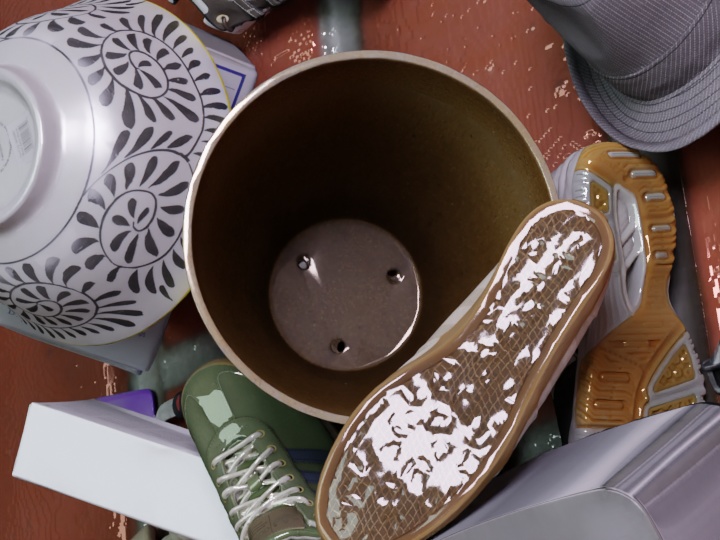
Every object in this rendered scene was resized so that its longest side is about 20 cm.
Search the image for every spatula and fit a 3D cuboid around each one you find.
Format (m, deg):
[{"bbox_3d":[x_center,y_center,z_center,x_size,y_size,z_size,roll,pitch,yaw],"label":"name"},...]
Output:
[{"bbox_3d":[-0.122,0.093,1.229,0.200,0.021,0.057,-24,62,51],"label":"spatula"}]

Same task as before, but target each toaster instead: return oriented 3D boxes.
[{"bbox_3d":[0.118,0.164,0.861,0.181,0.119,0.200,-27,90,37],"label":"toaster"}]

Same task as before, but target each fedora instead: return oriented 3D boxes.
[{"bbox_3d":[0.137,-0.166,0.952,0.177,0.090,0.200,-46,34,37],"label":"fedora"}]

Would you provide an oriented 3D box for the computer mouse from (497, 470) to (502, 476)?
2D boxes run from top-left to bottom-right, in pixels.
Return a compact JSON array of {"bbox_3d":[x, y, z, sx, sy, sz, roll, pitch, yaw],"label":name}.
[{"bbox_3d":[0.068,0.071,1.050,0.059,0.034,0.200,-1,74,62],"label":"computer mouse"}]

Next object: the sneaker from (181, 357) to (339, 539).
[{"bbox_3d":[-0.034,0.128,0.988,0.067,0.090,0.200,-39,78,12],"label":"sneaker"}]

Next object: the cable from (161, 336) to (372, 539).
[{"bbox_3d":[-0.051,0.117,1.138,0.200,0.050,0.097,-52,48,23],"label":"cable"}]

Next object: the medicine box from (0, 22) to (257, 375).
[{"bbox_3d":[-0.152,-0.061,1.193,0.182,0.103,0.200,-126,57,-75],"label":"medicine box"}]

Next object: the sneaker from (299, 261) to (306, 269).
[{"bbox_3d":[-0.043,-0.061,1.138,0.200,0.088,0.076,-46,53,30],"label":"sneaker"}]

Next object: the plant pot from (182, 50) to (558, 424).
[{"bbox_3d":[0.000,0.000,1.011,0.200,0.186,0.187,112,162,-79],"label":"plant pot"}]

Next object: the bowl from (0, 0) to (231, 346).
[{"bbox_3d":[-0.175,-0.060,1.035,0.201,0.094,0.201,-3,84,34],"label":"bowl"}]

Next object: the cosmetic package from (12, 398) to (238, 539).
[{"bbox_3d":[-0.094,0.126,1.098,0.200,0.083,0.051,16,91,19],"label":"cosmetic package"}]

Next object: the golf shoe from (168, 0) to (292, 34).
[{"bbox_3d":[-0.057,-0.195,1.219,0.200,0.078,0.095,23,128,36],"label":"golf shoe"}]

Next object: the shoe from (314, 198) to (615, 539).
[{"bbox_3d":[0.054,0.057,0.877,0.070,0.053,0.200,37,79,18],"label":"shoe"}]

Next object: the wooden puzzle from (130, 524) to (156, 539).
[{"bbox_3d":[-0.165,0.293,1.221,0.185,0.037,0.200,-45,52,29],"label":"wooden puzzle"}]

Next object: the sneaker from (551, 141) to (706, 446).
[{"bbox_3d":[0.124,0.038,0.981,0.088,0.076,0.200,-26,60,59],"label":"sneaker"}]
